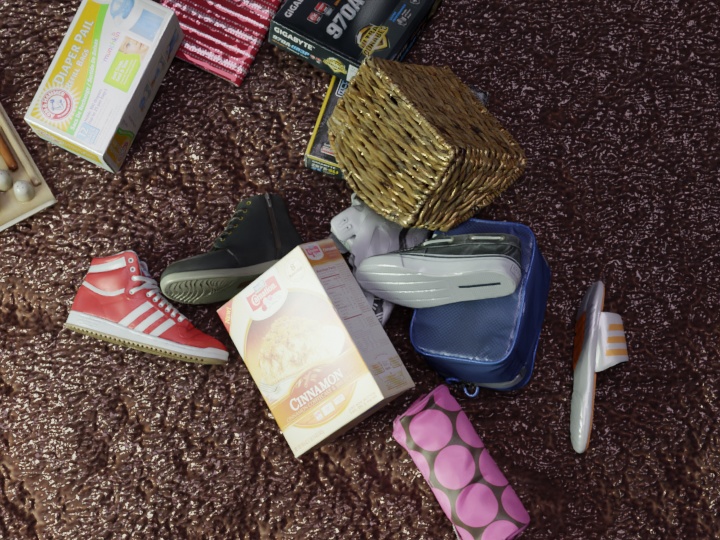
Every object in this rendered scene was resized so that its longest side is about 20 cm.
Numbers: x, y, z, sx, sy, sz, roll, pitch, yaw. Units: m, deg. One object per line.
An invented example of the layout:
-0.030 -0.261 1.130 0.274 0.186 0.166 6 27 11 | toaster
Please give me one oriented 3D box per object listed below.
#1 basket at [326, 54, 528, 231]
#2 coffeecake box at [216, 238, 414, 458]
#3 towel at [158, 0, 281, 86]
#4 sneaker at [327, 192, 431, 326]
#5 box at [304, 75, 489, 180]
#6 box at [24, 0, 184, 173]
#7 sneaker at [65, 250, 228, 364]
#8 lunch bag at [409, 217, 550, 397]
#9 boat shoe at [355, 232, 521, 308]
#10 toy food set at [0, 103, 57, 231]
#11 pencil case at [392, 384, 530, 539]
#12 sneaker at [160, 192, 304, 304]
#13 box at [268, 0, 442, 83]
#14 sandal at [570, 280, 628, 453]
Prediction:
0.074 -0.141 1.547 0.148 0.143 0.200 -1 43 -45 | basket
-0.054 0.090 1.516 0.153 0.073 0.201 -37 77 32 | coffeecake box
-0.179 -0.353 1.688 0.144 0.022 0.201 24 77 0 | towel
0.000 0.000 1.585 0.114 0.075 0.201 27 70 4 | sneaker
0.047 -0.178 1.646 0.198 0.049 0.161 19 73 1 | box
-0.312 -0.238 1.597 0.112 0.101 0.201 24 83 2 | box
-0.244 0.042 1.557 0.198 0.071 0.113 15 78 2 | sneaker
0.148 0.051 1.549 0.135 0.132 0.202 10 75 24 | lunch bag
0.093 -0.005 1.485 0.198 0.072 0.071 0 48 23 | boat shoe
-0.481 -0.131 1.590 0.143 0.060 0.201 -29 79 -11 | toy food set
0.114 0.240 1.526 0.093 0.091 0.201 -31 77 -4 | pencil case
-0.162 -0.028 1.566 0.199 0.075 0.107 -10 67 -35 | sneaker
0.000 -0.330 1.649 0.158 0.046 0.201 29 58 8 | box
0.292 0.119 1.577 0.059 0.079 0.209 6 84 -4 | sandal
